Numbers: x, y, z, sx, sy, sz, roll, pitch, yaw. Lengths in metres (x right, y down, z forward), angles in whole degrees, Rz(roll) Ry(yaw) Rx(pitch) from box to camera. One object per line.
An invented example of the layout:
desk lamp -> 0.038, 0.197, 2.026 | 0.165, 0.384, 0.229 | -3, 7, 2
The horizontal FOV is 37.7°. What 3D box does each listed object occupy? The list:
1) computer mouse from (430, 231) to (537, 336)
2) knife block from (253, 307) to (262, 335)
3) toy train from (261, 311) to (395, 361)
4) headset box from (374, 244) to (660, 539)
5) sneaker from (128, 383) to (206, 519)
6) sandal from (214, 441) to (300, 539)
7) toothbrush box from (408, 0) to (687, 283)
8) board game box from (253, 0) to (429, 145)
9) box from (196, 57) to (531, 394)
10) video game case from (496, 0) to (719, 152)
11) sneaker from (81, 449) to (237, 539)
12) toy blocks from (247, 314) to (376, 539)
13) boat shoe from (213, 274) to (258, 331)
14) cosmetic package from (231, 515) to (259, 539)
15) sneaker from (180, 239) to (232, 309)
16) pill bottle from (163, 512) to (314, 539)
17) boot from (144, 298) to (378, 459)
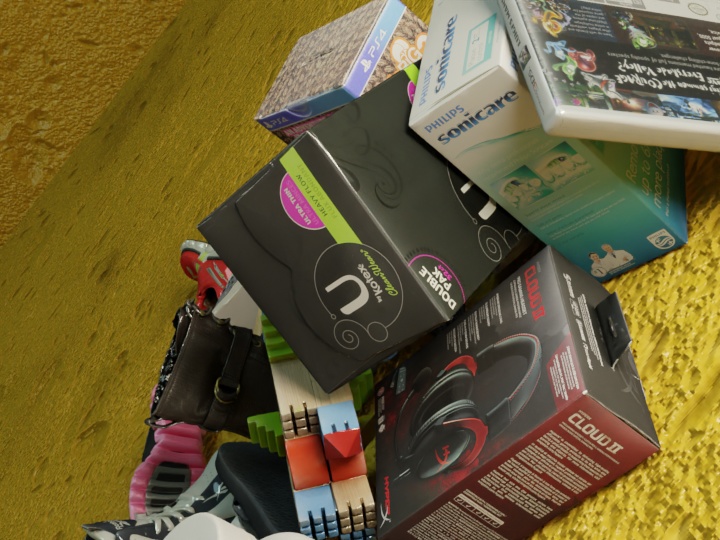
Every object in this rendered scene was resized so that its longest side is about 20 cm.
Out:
computer mouse -> 0.122, -0.025, 0.853 | 0.200, 0.044, 0.110 | -59, 14, -3
knife block -> -0.068, 0.060, 1.056 | 0.200, 0.064, 0.175 | -58, 25, -6
toy train -> 0.000, 0.000, 0.889 | 0.200, 0.114, 0.087 | -50, -30, -51
headset box -> 0.102, 0.090, 0.707 | 0.200, 0.075, 0.149 | -41, 28, 27
sneaker -> -0.204, 0.214, 1.115 | 0.200, 0.079, 0.096 | -86, 17, -49
sandal -> -0.081, 0.199, 0.901 | 0.200, 0.076, 0.043 | -136, 59, -65
toothbrush box -> 0.138, -0.109, 0.744 | 0.085, 0.200, 0.147 | -30, 33, 40
board game box -> 0.035, -0.129, 0.947 | 0.159, 0.200, 0.097 | -5, 54, 57
box -> 0.017, -0.040, 0.737 | 0.124, 0.149, 0.200 | -35, 4, 38
video game case -> 0.183, -0.151, 0.678 | 0.023, 0.199, 0.182 | 119, 146, -49
sneaker -> -0.185, 0.234, 0.966 | 0.079, 0.129, 0.200 | -11, 49, 55
toy blocks -> -0.025, 0.145, 0.763 | 0.099, 0.201, 0.137 | -11, 40, -6
boat shoe -> -0.119, 0.033, 1.188 | 0.200, 0.075, 0.093 | -56, 7, 1
cosmetic package -> -0.136, 0.312, 0.878 | 0.200, 0.051, 0.083 | -53, 23, 5
sneaker -> -0.186, 0.012, 1.312 | 0.200, 0.077, 0.085 | 4, 72, 64
pill bottle -> -0.032, 0.227, 0.627 | 0.120, 0.200, 0.120 | -40, 29, 27
boot -> -0.078, 0.069, 0.914 | 0.069, 0.174, 0.201 | -19, 46, 66
